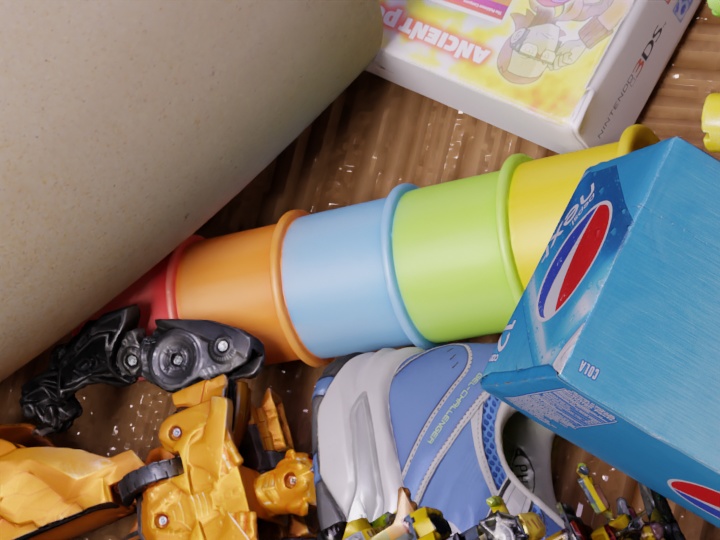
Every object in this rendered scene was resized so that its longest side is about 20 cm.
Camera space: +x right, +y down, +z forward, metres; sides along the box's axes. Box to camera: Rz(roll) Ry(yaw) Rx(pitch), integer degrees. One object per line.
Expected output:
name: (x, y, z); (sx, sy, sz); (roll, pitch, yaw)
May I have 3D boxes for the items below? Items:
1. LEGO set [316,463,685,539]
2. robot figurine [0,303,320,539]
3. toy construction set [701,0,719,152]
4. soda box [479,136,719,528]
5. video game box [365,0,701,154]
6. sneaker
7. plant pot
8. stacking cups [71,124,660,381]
LEGO set: (0.081, 0.124, 0.702); (0.115, 0.154, 0.201); (-30, 68, 9)
robot figurine: (-0.094, 0.097, 0.880); (0.199, 0.058, 0.146); (-21, 71, 17)
toy construction set: (0.125, -0.050, 0.791); (0.092, 0.131, 0.201); (17, 91, 25)
soda box: (0.135, 0.047, 0.703); (0.199, 0.064, 0.068); (30, 78, -12)
video game box: (0.039, -0.150, 0.928); (0.199, 0.047, 0.183); (26, 80, 31)
sneaker: (0.035, 0.110, 0.808); (0.077, 0.076, 0.201); (-15, 67, 19)
plant pot: (-0.125, -0.048, 0.860); (0.187, 0.188, 0.200); (26, 70, 31)
stacking cups: (0.000, 0.000, 0.876); (0.199, 0.060, 0.061); (-9, 66, 22)
